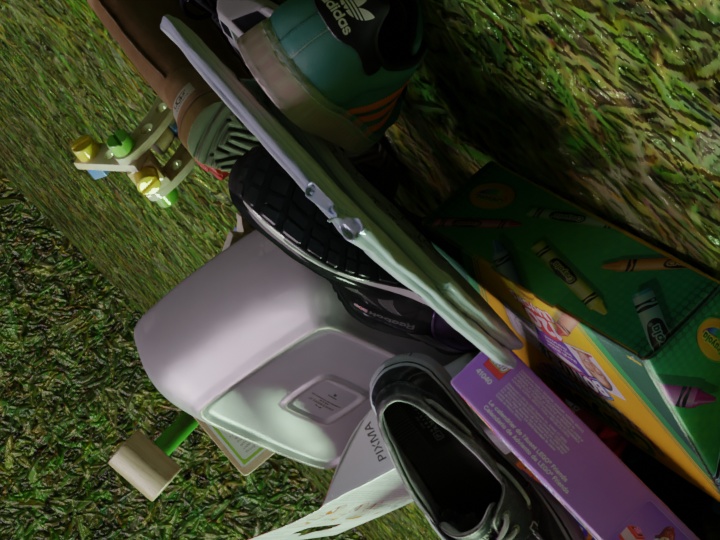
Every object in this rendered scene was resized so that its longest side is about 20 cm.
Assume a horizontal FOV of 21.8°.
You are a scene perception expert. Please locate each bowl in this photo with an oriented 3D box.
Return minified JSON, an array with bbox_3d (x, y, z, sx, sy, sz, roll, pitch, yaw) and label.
[{"bbox_3d":[-0.028,0.058,1.246,0.200,0.200,0.075,29,-141,-37],"label":"bowl"}]

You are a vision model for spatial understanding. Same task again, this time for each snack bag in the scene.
[{"bbox_3d":[-0.009,-0.044,0.954,0.189,0.021,0.200,49,-174,34],"label":"snack bag"}]

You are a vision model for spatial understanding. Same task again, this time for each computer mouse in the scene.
[{"bbox_3d":[-0.053,-0.142,1.126,0.200,0.044,0.110,45,171,28],"label":"computer mouse"}]

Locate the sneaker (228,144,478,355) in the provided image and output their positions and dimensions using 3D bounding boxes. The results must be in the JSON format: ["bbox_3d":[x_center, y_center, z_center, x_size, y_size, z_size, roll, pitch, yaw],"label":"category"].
[{"bbox_3d":[0.000,0.000,1.117,0.200,0.076,0.088,27,143,-16],"label":"sneaker"}]

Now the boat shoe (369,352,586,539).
[{"bbox_3d":[0.067,0.142,1.112,0.200,0.072,0.071,50,-158,-10],"label":"boat shoe"}]

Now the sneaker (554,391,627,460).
[{"bbox_3d":[0.148,0.120,1.133,0.116,0.078,0.200,56,178,-31],"label":"sneaker"}]

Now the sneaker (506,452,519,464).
[{"bbox_3d":[0.093,0.118,1.419,0.090,0.075,0.200,11,-157,-14],"label":"sneaker"}]

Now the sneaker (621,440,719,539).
[{"bbox_3d":[0.217,0.126,1.005,0.082,0.073,0.200,42,-179,-18],"label":"sneaker"}]

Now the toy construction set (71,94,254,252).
[{"bbox_3d":[-0.106,-0.075,1.335,0.200,0.131,0.092,40,168,34],"label":"toy construction set"}]

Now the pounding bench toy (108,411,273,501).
[{"bbox_3d":[-0.100,0.086,1.447,0.124,0.200,0.156,49,-176,1],"label":"pounding bench toy"}]

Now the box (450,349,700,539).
[{"bbox_3d":[0.141,0.132,1.015,0.200,0.039,0.137,46,179,26],"label":"box"}]

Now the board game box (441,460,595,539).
[{"bbox_3d":[0.175,0.255,1.244,0.200,0.200,0.200,31,162,54],"label":"board game box"}]

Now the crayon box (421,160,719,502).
[{"bbox_3d":[0.129,0.029,0.987,0.200,0.058,0.119,34,163,52],"label":"crayon box"}]

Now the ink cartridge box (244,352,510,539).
[{"bbox_3d":[0.026,0.120,1.236,0.160,0.200,0.047,12,-128,-66],"label":"ink cartridge box"}]

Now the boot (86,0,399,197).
[{"bbox_3d":[-0.077,-0.122,1.232,0.175,0.066,0.200,26,-162,-38],"label":"boot"}]

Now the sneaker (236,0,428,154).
[{"bbox_3d":[0.004,-0.111,0.959,0.071,0.080,0.200,56,-169,4],"label":"sneaker"}]
